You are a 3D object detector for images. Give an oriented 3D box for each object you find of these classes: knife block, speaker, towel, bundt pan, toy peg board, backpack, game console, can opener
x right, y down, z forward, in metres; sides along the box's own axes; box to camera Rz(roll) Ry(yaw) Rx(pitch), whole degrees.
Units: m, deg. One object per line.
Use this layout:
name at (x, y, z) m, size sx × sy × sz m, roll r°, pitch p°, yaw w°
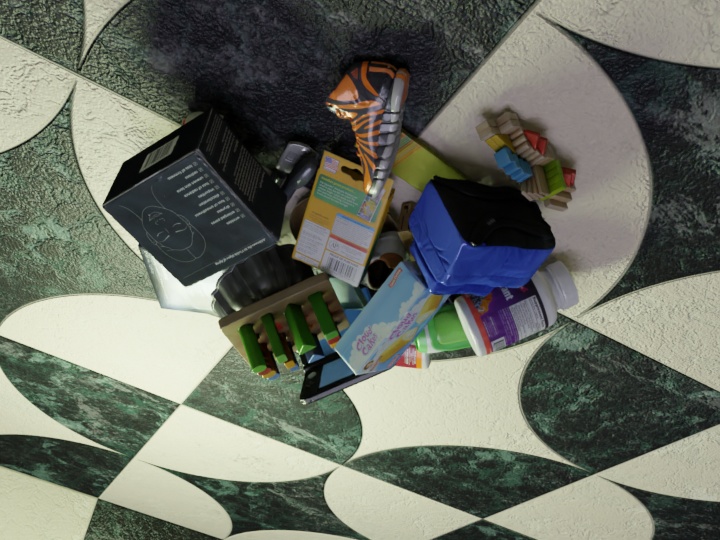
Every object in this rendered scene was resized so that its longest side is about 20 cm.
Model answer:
knife block at (0.126, -0.017, 1.446) m, size 0.197 × 0.065 × 0.176 m, roll 21°, pitch 142°, yaw -15°
speaker at (0.197, 0.098, 1.524) m, size 0.197 × 0.089 × 0.089 m, roll -11°, pitch 143°, yaw -2°
towel at (0.089, -0.169, 1.295) m, size 0.199 × 0.018 × 0.086 m, roll 31°, pitch 143°, yaw -26°
bundt pan at (-0.160, 0.050, 1.449) m, size 0.200 × 0.076 × 0.203 m, roll -24°, pitch 147°, yaw -17°
toy peg board at (-0.114, 0.125, 1.410) m, size 0.197 × 0.099 × 0.200 m, roll -24°, pitch 151°, yaw -2°
backpack at (0.188, -0.049, 1.283) m, size 0.197 × 0.164 × 0.169 m, roll -1°, pitch 142°, yaw -27°
game console at (-0.040, 0.132, 1.534) m, size 0.198 × 0.176 × 0.117 m, roll -24°, pitch 109°, yaw 13°
can opener at (-0.127, -0.144, 1.351) m, size 0.052 × 0.067 × 0.200 m, roll 21°, pitch 148°, yaw -16°

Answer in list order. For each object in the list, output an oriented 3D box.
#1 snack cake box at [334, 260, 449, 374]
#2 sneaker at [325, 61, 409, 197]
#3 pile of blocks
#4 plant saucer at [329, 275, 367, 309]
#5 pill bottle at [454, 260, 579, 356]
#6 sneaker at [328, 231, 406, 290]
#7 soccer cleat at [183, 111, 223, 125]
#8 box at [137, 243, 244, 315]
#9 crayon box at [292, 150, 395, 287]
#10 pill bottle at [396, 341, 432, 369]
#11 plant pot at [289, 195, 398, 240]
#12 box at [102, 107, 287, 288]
snack cake box at (0.059, 0.078, 1.372) m, size 0.201 × 0.067 × 0.114 m, roll -53°, pitch 155°, yaw 23°
sneaker at (0.002, -0.211, 1.197) m, size 0.110 × 0.078 × 0.203 m, roll 15°, pitch 119°, yaw 8°
pile of blocks at (0.257, -0.160, 1.201) m, size 0.199 × 0.083 × 0.062 m, roll 33°, pitch 140°, yaw -26°
plant saucer at (-0.052, 0.039, 1.501) m, size 0.199 × 0.019 × 0.071 m, roll -5°, pitch 118°, yaw 59°
pill bottle at (0.273, 0.061, 1.426) m, size 0.197 × 0.112 × 0.112 m, roll -24°, pitch 139°, yaw 0°
sneaker at (0.000, 0.000, 1.443) m, size 0.072 × 0.086 × 0.199 m, roll 31°, pitch 143°, yaw -28°
soccer cleat at (-0.233, -0.172, 1.337) m, size 0.076 × 0.070 × 0.201 m, roll -1°, pitch 140°, yaw 12°
box at (-0.282, -0.019, 1.509) m, size 0.195 × 0.125 × 0.201 m, roll 6°, pitch 144°, yaw 6°
crayon box at (-0.024, -0.089, 1.335) m, size 0.124 × 0.052 × 0.202 m, roll 24°, pitch 119°, yaw 7°
pill bottle at (0.045, 0.131, 1.629) m, size 0.196 × 0.114 × 0.114 m, roll 5°, pitch 144°, yaw 10°
plant pot at (-0.027, -0.077, 1.440) m, size 0.196 × 0.028 × 0.201 m, roll 8°, pitch 145°, yaw 6°
box at (-0.252, -0.107, 1.272) m, size 0.198 × 0.125 × 0.197 m, roll -24°, pitch 125°, yaw 24°
